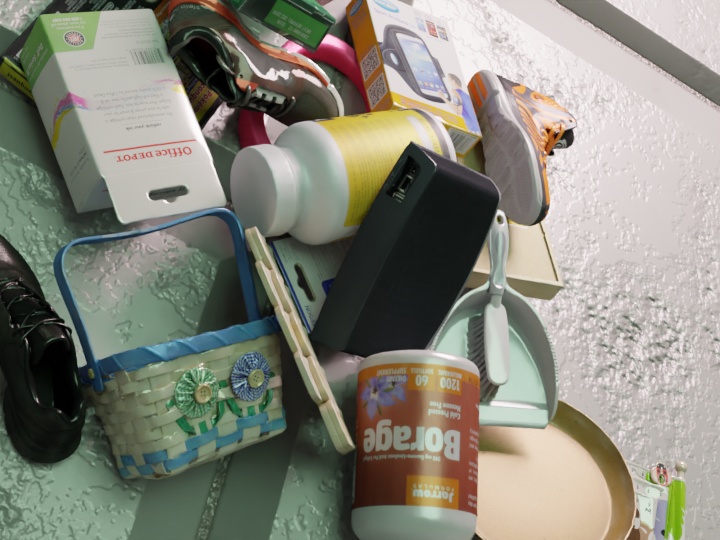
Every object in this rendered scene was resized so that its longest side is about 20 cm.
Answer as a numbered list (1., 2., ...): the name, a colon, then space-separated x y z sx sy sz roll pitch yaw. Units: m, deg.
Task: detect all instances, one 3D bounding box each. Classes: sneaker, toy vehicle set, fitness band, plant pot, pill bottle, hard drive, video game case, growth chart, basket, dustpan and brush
1. sneaker: 0.187 -0.130 1.395 0.111 0.078 0.202 8 52 -29
2. toy vehicle set: 0.133 -0.066 1.382 0.123 0.027 0.202 10 51 -28
3. fitness band: -0.042 -0.156 1.332 0.143 0.037 0.201 36 51 -12
4. sneaker: -0.103 -0.170 1.220 0.199 0.077 0.083 33 44 -25
5. plant pot: 0.165 0.201 1.255 0.197 0.028 0.202 11 45 -11
6. pill bottle: -0.016 -0.085 1.220 0.198 0.112 0.113 -12 73 -35
7. hard drive: 0.047 -0.006 1.210 0.134 0.202 0.042 19 12 -45
8. video game case: -0.216 -0.196 1.248 0.180 0.025 0.201 38 51 -10
9. growth chart: 0.255 0.243 1.332 0.198 0.018 0.146 17 59 -24
10. sneaker: -0.264 0.048 1.049 0.075 0.091 0.201 -22 78 -34
11. pill bottle: 0.049 0.179 1.161 0.111 0.112 0.203 12 70 -27
12. basket: -0.148 0.058 1.086 0.175 0.139 0.202 -17 85 -37
13. dustpan and brush: 0.128 0.044 1.274 0.138 0.057 0.203 5 70 -14

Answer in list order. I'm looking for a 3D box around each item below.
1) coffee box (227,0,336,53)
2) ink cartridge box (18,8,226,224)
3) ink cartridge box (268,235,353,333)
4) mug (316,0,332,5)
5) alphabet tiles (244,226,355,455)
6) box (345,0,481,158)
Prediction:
1. coffee box: -0.121 -0.292 1.264 0.200 0.044 0.123 46 15 33
2. ink cartridge box: -0.207 -0.123 1.154 0.116 0.067 0.202 -12 72 -38
3. ink cartridge box: 0.000 0.000 1.276 0.199 0.037 0.096 -15 76 -42
4. mug: -0.041 -0.368 1.373 0.186 0.149 0.154 -41 107 -35
5. alphabet tiles: -0.051 0.061 1.131 0.014 0.196 0.202 -24 78 -2
6. box: 0.053 -0.219 1.396 0.118 0.041 0.202 15 48 -33
